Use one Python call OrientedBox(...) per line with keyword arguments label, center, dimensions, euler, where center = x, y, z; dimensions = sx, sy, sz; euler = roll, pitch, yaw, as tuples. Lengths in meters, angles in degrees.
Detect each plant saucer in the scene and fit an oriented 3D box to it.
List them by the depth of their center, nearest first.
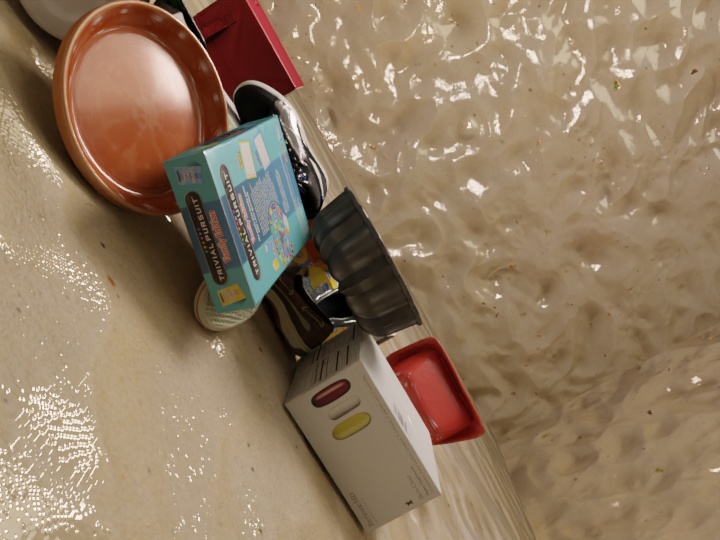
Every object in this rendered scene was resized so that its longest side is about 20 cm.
OrientedBox(label="plant saucer", center=(-0.210, -0.156, 0.595), dimensions=(0.199, 0.032, 0.205), euler=(-5, 96, -58))

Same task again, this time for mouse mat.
OrientedBox(label="mouse mat", center=(-0.244, -0.346, 0.735), dimensions=(0.163, 0.007, 0.200), euler=(63, -12, -26))

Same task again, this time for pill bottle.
OrientedBox(label="pill bottle", center=(-0.291, -0.319, 0.658), dimensions=(0.112, 0.110, 0.201), euler=(56, 6, -28))

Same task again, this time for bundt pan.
OrientedBox(label="bundt pan", center=(0.000, 0.000, 0.776), dimensions=(0.204, 0.075, 0.202), euler=(61, -2, 4))

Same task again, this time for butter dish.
OrientedBox(label="butter dish", center=(0.096, 0.252, 1.111), dimensions=(0.199, 0.146, 0.203), euler=(-36, -100, 54))

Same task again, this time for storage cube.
OrientedBox(label="storage cube", center=(-0.217, -0.362, 1.059), dimensions=(0.182, 0.169, 0.200), euler=(59, 8, -15))

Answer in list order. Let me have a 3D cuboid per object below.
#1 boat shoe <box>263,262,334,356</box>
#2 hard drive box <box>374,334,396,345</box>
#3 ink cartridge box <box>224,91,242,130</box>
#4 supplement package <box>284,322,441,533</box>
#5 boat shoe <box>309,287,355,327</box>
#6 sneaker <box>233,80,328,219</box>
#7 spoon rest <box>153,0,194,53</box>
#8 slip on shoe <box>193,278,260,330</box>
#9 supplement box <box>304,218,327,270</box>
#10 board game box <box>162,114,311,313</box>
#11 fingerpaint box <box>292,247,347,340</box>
OrientedBox(label="boat shoe", center=(-0.104, 0.013, 0.832), dimensions=(0.204, 0.074, 0.075), euler=(58, 9, -2))
OrientedBox(label="hard drive box", center=(-0.012, 0.064, 1.245), dimensions=(0.203, 0.076, 0.156), euler=(63, 8, 9))
OrientedBox(label="ink cartridge box", center=(-0.185, -0.153, 0.861), dimensions=(0.201, 0.083, 0.147), euler=(55, 11, -44))
OrientedBox(label="supplement package", center=(0.005, 0.197, 0.788), dimensions=(0.202, 0.110, 0.156), euler=(59, 8, -10))
OrientedBox(label="boat shoe", center=(-0.011, 0.055, 0.928), dimensions=(0.061, 0.197, 0.074), euler=(-6, -89, 57))
OrientedBox(label="sneaker", center=(-0.107, -0.161, 0.829), dimensions=(0.201, 0.072, 0.113), euler=(53, 19, -27))
OrientedBox(label="spoon rest", center=(-0.223, -0.275, 0.713), dimensions=(0.101, 0.060, 0.201), euler=(62, 2, -23))
OrientedBox(label="slip on shoe", center=(-0.146, 0.006, 0.689), dimensions=(0.201, 0.060, 0.075), euler=(-72, 148, -61))
OrientedBox(label="supplement box", center=(-0.036, -0.041, 0.966), dimensions=(0.070, 0.066, 0.200), euler=(59, 7, 12))
OrientedBox(label="board game box", center=(-0.119, -0.069, 0.640), dimensions=(0.200, 0.046, 0.154), euler=(-62, 140, -64))
OrientedBox(label="fingerpaint box", center=(-0.081, 0.004, 1.025), dimensions=(0.202, 0.072, 0.167), euler=(59, 8, -16))
